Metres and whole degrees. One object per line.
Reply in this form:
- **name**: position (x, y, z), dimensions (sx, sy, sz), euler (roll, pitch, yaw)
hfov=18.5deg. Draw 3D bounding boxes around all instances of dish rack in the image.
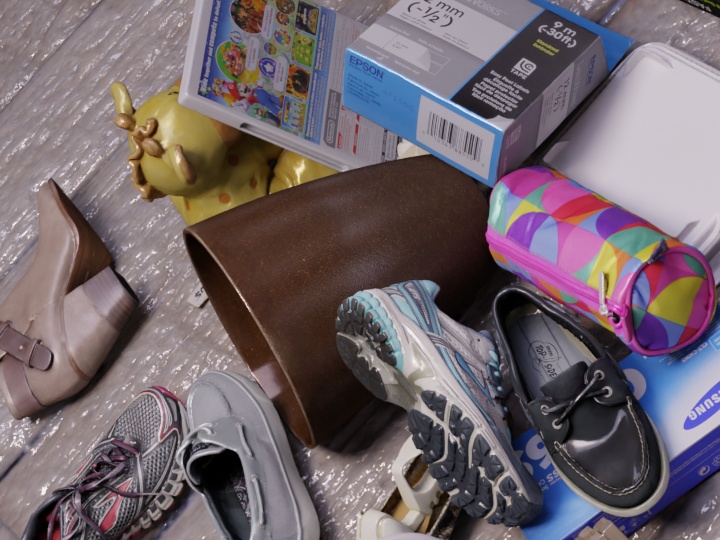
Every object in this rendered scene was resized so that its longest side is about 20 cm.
- **dish rack**: position (0.225, -0.084, 1.626), dimensions (0.172, 0.044, 0.200), euler (-48, 47, -7)

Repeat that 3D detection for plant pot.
- **plant pot**: position (0.000, 0.000, 1.636), dimensions (0.199, 0.187, 0.187), euler (-31, 45, -10)

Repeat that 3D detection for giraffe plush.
- **giraffe plush**: position (-0.124, -0.095, 1.779), dimensions (0.172, 0.162, 0.201), euler (8, 62, 37)

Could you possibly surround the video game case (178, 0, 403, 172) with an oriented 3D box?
- **video game case**: position (-0.044, -0.155, 1.762), dimensions (0.018, 0.199, 0.144), euler (-41, 34, 49)

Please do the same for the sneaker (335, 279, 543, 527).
- **sneaker**: position (0.072, 0.081, 1.507), dimensions (0.086, 0.078, 0.200), euler (-24, 66, -31)

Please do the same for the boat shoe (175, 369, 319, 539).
- **boat shoe**: position (-0.096, 0.142, 1.640), dimensions (0.070, 0.071, 0.201), euler (-55, 42, 23)

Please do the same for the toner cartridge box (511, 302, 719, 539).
- **toner cartridge box**: position (0.188, 0.114, 1.505), dimensions (0.200, 0.043, 0.095), euler (-37, 46, 5)

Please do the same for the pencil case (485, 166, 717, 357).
- **pencil case**: position (0.163, -0.009, 1.537), dimensions (0.088, 0.088, 0.200), euler (-47, 33, -5)

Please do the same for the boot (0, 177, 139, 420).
- **boot**: position (-0.273, 0.027, 1.857), dimensions (0.146, 0.070, 0.200), euler (-41, 45, 4)

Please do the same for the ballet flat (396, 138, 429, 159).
- **ballet flat**: position (0.076, -0.129, 1.737), dimensions (0.200, 0.070, 0.069), euler (-47, 46, -12)

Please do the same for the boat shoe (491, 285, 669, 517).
- **boat shoe**: position (0.141, 0.080, 1.484), dimensions (0.074, 0.066, 0.200), euler (-31, 45, 9)

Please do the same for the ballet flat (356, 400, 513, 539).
- **ballet flat**: position (0.038, 0.162, 1.546), dimensions (0.068, 0.075, 0.201), euler (17, 69, 39)

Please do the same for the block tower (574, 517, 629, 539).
- **block tower**: position (0.108, 0.252, 1.435), dimensions (0.200, 0.058, 0.054), euler (-44, 2, -3)

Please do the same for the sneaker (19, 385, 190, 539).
- **sneaker**: position (-0.199, 0.176, 1.690), dimensions (0.080, 0.075, 0.201), euler (18, 71, 40)

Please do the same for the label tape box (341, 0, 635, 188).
- **label tape box**: position (0.100, -0.167, 1.660), dimensions (0.143, 0.066, 0.200), euler (29, 54, 22)

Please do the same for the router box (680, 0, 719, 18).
- **router box**: position (0.309, -0.265, 1.688), dimensions (0.150, 0.062, 0.200), euler (-50, 46, -7)

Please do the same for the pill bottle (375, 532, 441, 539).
- **pill bottle**: position (0.000, 0.243, 1.435), dimensions (0.200, 0.112, 0.113), euler (-38, 28, 62)
